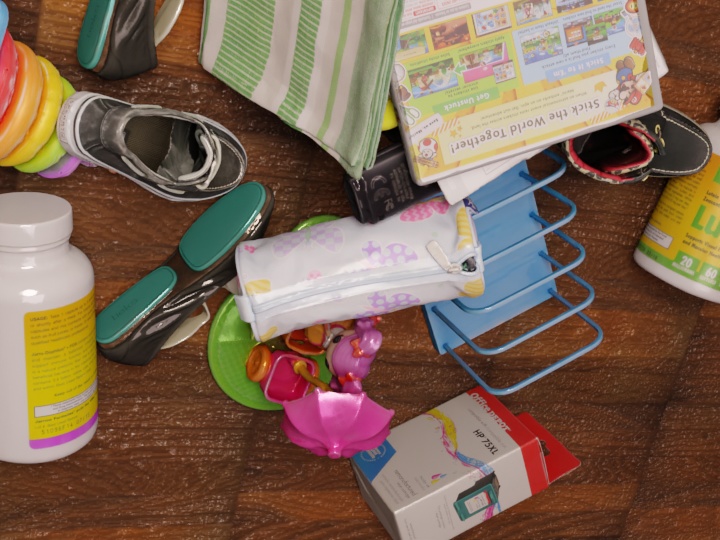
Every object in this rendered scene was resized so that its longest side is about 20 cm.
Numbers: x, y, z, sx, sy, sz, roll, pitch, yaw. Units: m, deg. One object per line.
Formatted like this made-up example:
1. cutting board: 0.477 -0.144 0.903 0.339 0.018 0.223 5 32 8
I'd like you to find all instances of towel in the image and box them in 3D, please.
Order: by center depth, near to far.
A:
1. towel: -0.051 -0.175 0.853 0.023 0.200 0.153 -21 136 -37

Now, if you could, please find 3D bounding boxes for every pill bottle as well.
1. pill bottle: -0.262 0.044 0.925 0.104 0.104 0.201 -6 116 -23
2. pill bottle: 0.362 -0.078 1.158 0.111 0.111 0.201 14 106 -30

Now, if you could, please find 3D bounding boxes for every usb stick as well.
1. usb stick: 0.079 -0.097 0.916 0.200 0.033 0.056 -27 124 -16

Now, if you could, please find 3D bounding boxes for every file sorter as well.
1. file sorter: 0.130 -0.010 1.075 0.138 0.123 0.201 -27 121 -13

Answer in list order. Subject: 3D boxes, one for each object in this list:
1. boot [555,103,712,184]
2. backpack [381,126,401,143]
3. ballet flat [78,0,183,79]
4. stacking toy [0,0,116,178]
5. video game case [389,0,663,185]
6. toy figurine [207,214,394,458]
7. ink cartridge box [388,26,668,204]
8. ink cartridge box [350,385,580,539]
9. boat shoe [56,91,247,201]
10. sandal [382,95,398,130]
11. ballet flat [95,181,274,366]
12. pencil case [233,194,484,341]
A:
1. boot: 0.242 -0.110 1.036 0.203 0.154 0.074 17 109 -15
2. backpack: 0.076 -0.213 0.953 0.166 0.126 0.201 -13 118 -32
3. ballet flat: -0.158 -0.237 0.863 0.068 0.068 0.201 0 123 -34
4. stacking toy: -0.241 -0.112 0.874 0.200 0.116 0.110 25 75 -50
5. video game case: 0.111 -0.176 0.842 0.199 0.023 0.183 -18 108 -9
6. toy figurine: -0.025 0.074 1.003 0.150 0.184 0.201 19 103 -31
7. ink cartridge box: 0.112 -0.171 0.879 0.200 0.057 0.163 -31 110 2
8. ink cartridge box: 0.103 0.187 1.157 0.199 0.116 0.067 -25 121 -14
9. boat shoe: -0.142 -0.087 0.897 0.200 0.071 0.072 6 101 -59
10. sandal: -0.034 -0.184 0.907 0.079 0.087 0.201 -11 75 -34
11. ballet flat: -0.140 0.007 0.993 0.200 0.068 0.068 -40 134 4
12. pencil case: 0.000 0.000 0.930 0.199 0.091 0.083 -11 124 1
